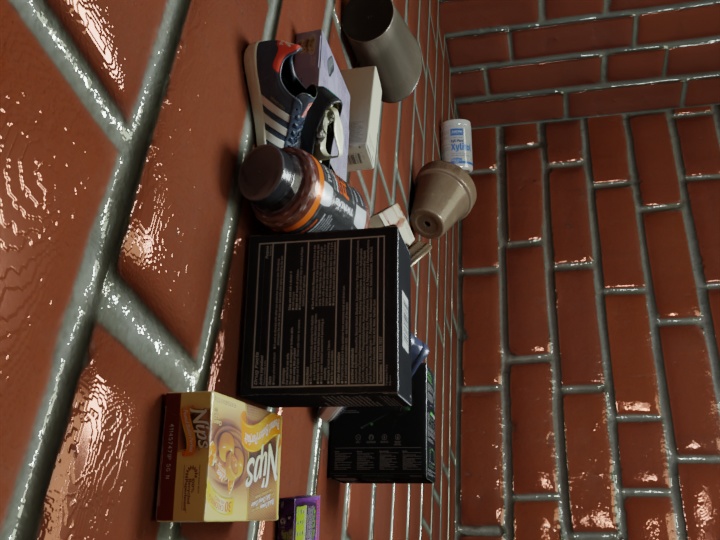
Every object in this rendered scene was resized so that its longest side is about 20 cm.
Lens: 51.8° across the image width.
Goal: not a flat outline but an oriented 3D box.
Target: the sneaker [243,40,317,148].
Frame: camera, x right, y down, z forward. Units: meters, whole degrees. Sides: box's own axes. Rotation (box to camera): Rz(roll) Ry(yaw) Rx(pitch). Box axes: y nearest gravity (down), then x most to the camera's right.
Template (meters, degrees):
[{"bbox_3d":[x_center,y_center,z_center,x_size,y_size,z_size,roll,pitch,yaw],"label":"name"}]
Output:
[{"bbox_3d":[-0.095,-0.202,0.985,0.075,0.082,0.205,-69,153,-59],"label":"sneaker"}]

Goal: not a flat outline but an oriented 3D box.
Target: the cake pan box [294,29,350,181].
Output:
[{"bbox_3d":[-0.062,-0.249,1.209,0.184,0.051,0.206,51,38,-65],"label":"cake pan box"}]

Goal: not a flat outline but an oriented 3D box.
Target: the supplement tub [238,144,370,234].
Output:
[{"bbox_3d":[-0.073,-0.090,0.964,0.199,0.104,0.110,29,58,-58],"label":"supplement tub"}]

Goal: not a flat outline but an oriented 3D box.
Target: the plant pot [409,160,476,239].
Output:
[{"bbox_3d":[0.228,-0.193,2.196,0.176,0.195,0.204,-58,146,-39],"label":"plant pot"}]

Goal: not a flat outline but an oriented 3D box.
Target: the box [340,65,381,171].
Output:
[{"bbox_3d":[-0.009,-0.283,1.379,0.069,0.080,0.204,67,25,-52],"label":"box"}]

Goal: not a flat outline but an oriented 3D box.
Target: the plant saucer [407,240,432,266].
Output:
[{"bbox_3d":[0.050,0.007,1.394,0.030,0.199,0.200,51,16,0],"label":"plant saucer"}]

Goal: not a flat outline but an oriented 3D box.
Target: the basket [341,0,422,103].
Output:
[{"bbox_3d":[0.043,-0.476,1.542,0.200,0.132,0.186,34,50,-69],"label":"basket"}]

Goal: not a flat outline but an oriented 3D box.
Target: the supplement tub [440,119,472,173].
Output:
[{"bbox_3d":[0.390,-0.498,3.014,0.132,0.128,0.206,18,69,-75],"label":"supplement tub"}]

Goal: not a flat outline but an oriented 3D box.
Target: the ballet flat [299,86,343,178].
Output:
[{"bbox_3d":[-0.059,-0.158,1.065,0.073,0.071,0.206,-53,154,-69],"label":"ballet flat"}]

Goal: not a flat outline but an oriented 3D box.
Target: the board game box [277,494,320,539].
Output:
[{"bbox_3d":[-0.086,0.416,1.014,0.120,0.031,0.206,39,50,-67],"label":"board game box"}]

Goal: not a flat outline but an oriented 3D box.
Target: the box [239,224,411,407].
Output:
[{"bbox_3d":[-0.037,0.063,0.931,0.123,0.192,0.206,54,35,-69],"label":"box"}]

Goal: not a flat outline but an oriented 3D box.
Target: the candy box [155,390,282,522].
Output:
[{"bbox_3d":[-0.139,0.199,0.772,0.200,0.054,0.119,53,36,-68],"label":"candy box"}]

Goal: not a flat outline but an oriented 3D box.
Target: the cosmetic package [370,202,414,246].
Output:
[{"bbox_3d":[0.032,-0.061,1.422,0.089,0.101,0.200,63,15,-5],"label":"cosmetic package"}]

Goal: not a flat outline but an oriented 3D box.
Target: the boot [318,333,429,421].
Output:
[{"bbox_3d":[0.020,0.175,1.165,0.202,0.089,0.073,-53,-169,13],"label":"boot"}]

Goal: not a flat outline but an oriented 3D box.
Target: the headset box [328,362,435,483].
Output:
[{"bbox_3d":[0.039,0.256,1.272,0.093,0.169,0.206,53,35,-65],"label":"headset box"}]
